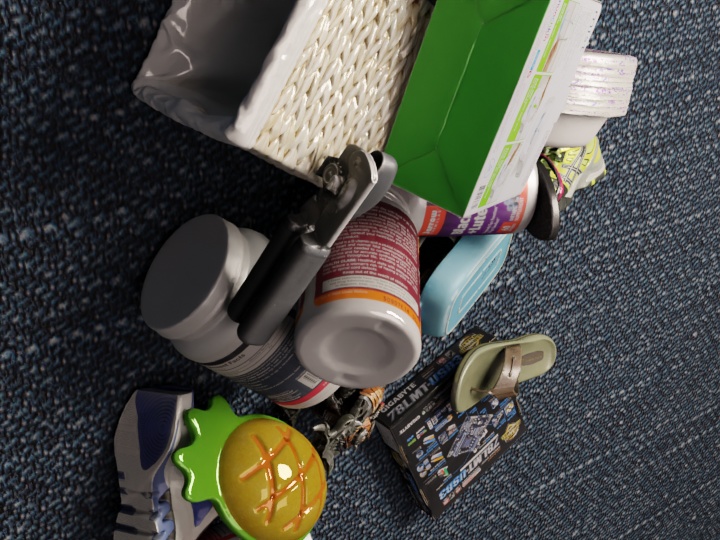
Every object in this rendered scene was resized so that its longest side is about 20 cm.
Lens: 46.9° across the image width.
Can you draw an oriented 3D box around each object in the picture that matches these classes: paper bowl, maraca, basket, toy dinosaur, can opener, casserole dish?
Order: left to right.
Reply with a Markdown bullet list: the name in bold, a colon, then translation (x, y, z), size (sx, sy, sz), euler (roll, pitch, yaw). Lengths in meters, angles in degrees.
- **maraca**: translation (-0.113, 0.213, 0.875), size (0.200, 0.107, 0.138), euler (38, 44, -32)
- **basket**: translation (-0.064, -0.194, 0.738), size (0.160, 0.198, 0.201), euler (23, 94, -44)
- **can opener**: translation (-0.037, -0.018, 0.705), size (0.067, 0.053, 0.200), euler (12, 123, -42)
- **toy dinosaur**: translation (-0.022, 0.153, 0.983), size (0.135, 0.102, 0.201), euler (-29, 127, -28)
- **casserole dish**: translation (0.132, 0.004, 1.019), size (0.200, 0.039, 0.121), euler (-48, 158, -31)
- **paper bowl**: translation (0.195, -0.198, 0.920), size (0.200, 0.200, 0.105), euler (-5, 112, -35)

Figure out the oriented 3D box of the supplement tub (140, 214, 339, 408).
- **supplement tub**: translation (-0.106, 0.045, 0.843), size (0.200, 0.140, 0.141), euler (37, 86, -40)

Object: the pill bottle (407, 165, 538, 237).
- **pill bottle**: translation (0.086, -0.093, 0.927), size (0.199, 0.111, 0.112), euler (-3, 113, -16)

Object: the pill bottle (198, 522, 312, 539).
- **pill bottle**: translation (-0.156, 0.352, 0.958), size (0.199, 0.112, 0.113), euler (-13, 117, -31)

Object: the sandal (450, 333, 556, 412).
- **sandal**: translation (0.197, 0.133, 1.103), size (0.200, 0.057, 0.080), euler (-18, 118, -32)

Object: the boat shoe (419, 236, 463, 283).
- **boat shoe**: translation (0.102, -0.044, 1.009), size (0.200, 0.067, 0.072), euler (-37, 127, -20)

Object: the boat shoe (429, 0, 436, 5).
- **boat shoe**: translation (0.057, -0.244, 0.882), size (0.073, 0.074, 0.201), euler (4, 105, -38)

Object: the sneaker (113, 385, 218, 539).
- **sneaker**: translation (-0.201, 0.220, 0.899), size (0.115, 0.080, 0.201), euler (3, 94, -62)

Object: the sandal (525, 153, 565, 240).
- **sandal**: translation (0.206, -0.106, 0.974), size (0.045, 0.200, 0.075), euler (3, 124, -10)

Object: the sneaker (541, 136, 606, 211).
- **sneaker**: translation (0.245, -0.127, 1.074), size (0.200, 0.075, 0.077), euler (-37, 120, -39)

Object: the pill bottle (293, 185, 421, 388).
- **pill bottle**: translation (0.000, 0.000, 0.788), size (0.113, 0.201, 0.115), euler (1, 136, 1)

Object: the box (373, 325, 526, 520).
- **box**: translation (0.131, 0.212, 1.152), size (0.200, 0.050, 0.199), euler (-38, 128, -19)

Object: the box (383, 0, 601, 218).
- **box**: translation (0.122, -0.165, 0.749), size (0.176, 0.096, 0.201), euler (-25, 139, -60)
